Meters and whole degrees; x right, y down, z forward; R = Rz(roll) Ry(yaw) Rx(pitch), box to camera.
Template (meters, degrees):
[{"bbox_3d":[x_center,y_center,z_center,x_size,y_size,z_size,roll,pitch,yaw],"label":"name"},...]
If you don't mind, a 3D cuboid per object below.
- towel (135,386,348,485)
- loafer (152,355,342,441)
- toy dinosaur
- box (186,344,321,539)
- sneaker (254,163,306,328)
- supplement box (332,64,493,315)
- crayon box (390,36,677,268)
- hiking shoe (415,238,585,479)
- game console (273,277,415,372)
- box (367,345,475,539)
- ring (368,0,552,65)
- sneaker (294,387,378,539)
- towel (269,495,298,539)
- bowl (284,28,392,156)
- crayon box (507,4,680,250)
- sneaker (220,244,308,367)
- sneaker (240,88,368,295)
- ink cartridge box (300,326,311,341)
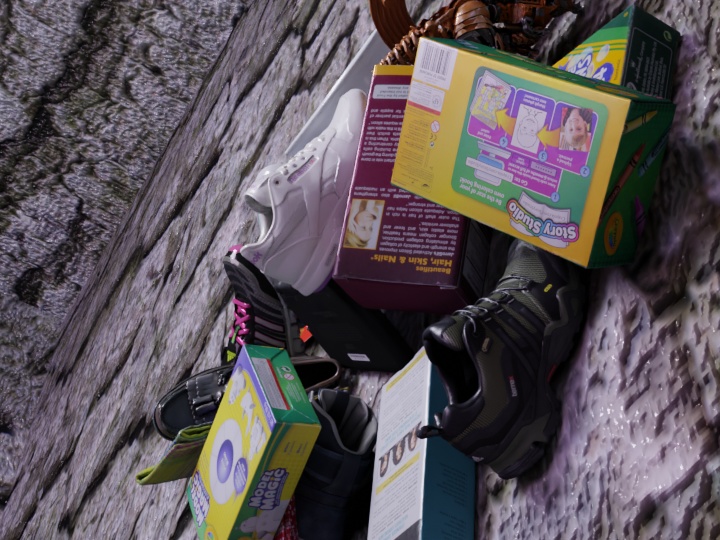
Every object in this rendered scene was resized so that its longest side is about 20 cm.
[{"bbox_3d":[-0.118,0.169,1.181,0.144,0.200,0.023,-47,61,53],"label":"towel"},{"bbox_3d":[-0.113,0.122,1.195,0.072,0.200,0.063,71,157,12],"label":"loafer"},{"bbox_3d":[0.112,-0.214,1.092,0.200,0.136,0.102,-13,20,13],"label":"toy dinosaur"},{"bbox_3d":[-0.103,0.179,1.033,0.200,0.048,0.117,-69,29,25],"label":"box"},{"bbox_3d":[-0.071,-0.021,1.277,0.082,0.074,0.200,-106,5,-49],"label":"sneaker"},{"bbox_3d":[0.056,-0.069,1.004,0.086,0.110,0.200,46,-128,-63],"label":"supplement box"},{"bbox_3d":[0.119,-0.091,0.855,0.200,0.058,0.119,27,114,40],"label":"crayon box"},{"bbox_3d":[0.100,0.045,0.853,0.076,0.101,0.200,-38,32,52],"label":"hiking shoe"},{"bbox_3d":[0.000,0.000,1.158,0.116,0.176,0.200,-42,11,-18],"label":"game console"},{"bbox_3d":[0.050,0.157,0.924,0.082,0.049,0.200,-49,24,40],"label":"box"},{"bbox_3d":[0.106,-0.267,1.101,0.200,0.200,0.019,-53,35,30],"label":"ring"},{"bbox_3d":[-0.050,0.172,1.115,0.202,0.077,0.146,31,106,62],"label":"sneaker"},{"bbox_3d":[-0.091,0.248,1.060,0.145,0.022,0.200,-46,43,47],"label":"towel"},{"bbox_3d":[0.001,-0.196,1.426,0.201,0.090,0.201,-53,7,10],"label":"bowl"},{"bbox_3d":[0.168,-0.110,0.952,0.200,0.052,0.126,-36,33,56],"label":"crayon box"},{"bbox_3d":[-0.116,0.072,1.264,0.087,0.200,0.074,-27,23,-24],"label":"sneaker"},{"bbox_3d":[-0.045,-0.083,1.054,0.075,0.100,0.200,-33,37,68],"label":"sneaker"},{"bbox_3d":[-0.055,-0.016,1.411,0.160,0.047,0.200,137,151,-62],"label":"ink cartridge box"}]
